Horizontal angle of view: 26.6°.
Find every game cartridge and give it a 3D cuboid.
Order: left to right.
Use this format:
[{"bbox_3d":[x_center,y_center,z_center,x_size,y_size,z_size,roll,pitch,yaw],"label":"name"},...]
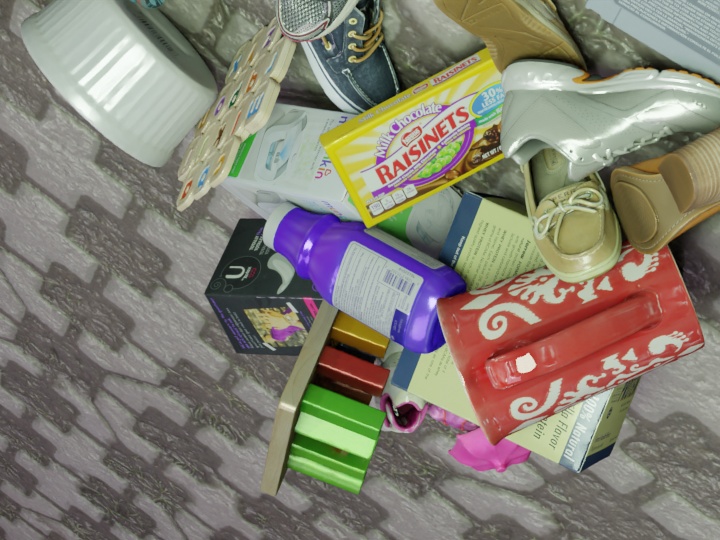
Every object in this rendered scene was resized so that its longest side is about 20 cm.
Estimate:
[{"bbox_3d":[0.271,-0.207,1.165,0.199,0.041,0.133,33,154,5],"label":"game cartridge"}]

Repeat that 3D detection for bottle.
[{"bbox_3d":[0.000,0.000,1.406,0.199,0.065,0.084,28,116,25],"label":"bottle"}]

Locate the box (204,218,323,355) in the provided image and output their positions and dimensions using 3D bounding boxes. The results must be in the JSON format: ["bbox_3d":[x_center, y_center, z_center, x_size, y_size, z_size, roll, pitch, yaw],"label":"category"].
[{"bbox_3d":[-0.052,0.019,1.694,0.199,0.123,0.106,2,138,25],"label":"box"}]

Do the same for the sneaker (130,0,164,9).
[{"bbox_3d":[-0.161,-0.291,1.445,0.095,0.079,0.200,38,151,-8],"label":"sneaker"}]

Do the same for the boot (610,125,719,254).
[{"bbox_3d":[0.289,-0.082,1.197,0.200,0.155,0.077,117,131,-72],"label":"boot"}]

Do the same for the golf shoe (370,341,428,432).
[{"bbox_3d":[0.035,0.141,1.637,0.075,0.092,0.200,6,151,-5],"label":"golf shoe"}]

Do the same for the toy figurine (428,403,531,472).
[{"bbox_3d":[0.142,0.123,1.619,0.199,0.184,0.150,23,148,21],"label":"toy figurine"}]

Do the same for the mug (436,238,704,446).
[{"bbox_3d":[0.182,0.062,1.275,0.199,0.178,0.134,-22,118,6],"label":"mug"}]

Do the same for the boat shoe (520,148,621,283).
[{"bbox_3d":[0.170,-0.070,1.287,0.073,0.201,0.063,-21,129,16],"label":"boat shoe"}]

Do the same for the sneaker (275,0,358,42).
[{"bbox_3d":[-0.028,-0.276,1.271,0.080,0.075,0.200,32,128,6],"label":"sneaker"}]

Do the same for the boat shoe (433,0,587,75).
[{"bbox_3d":[0.130,-0.216,1.261,0.073,0.070,0.200,-13,150,31],"label":"boat shoe"}]

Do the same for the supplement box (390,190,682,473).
[{"bbox_3d":[0.169,0.054,1.443,0.199,0.201,0.134,24,-171,19],"label":"supplement box"}]

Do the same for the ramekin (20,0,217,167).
[{"bbox_3d":[-0.236,-0.210,1.532,0.200,0.098,0.201,45,-169,-12],"label":"ramekin"}]

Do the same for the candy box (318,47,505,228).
[{"bbox_3d":[0.072,-0.124,1.360,0.102,0.199,0.026,60,-176,-34],"label":"candy box"}]

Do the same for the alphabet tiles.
[{"bbox_3d":[-0.123,-0.155,1.490,0.015,0.196,0.200,28,153,-21],"label":"alphabet tiles"}]

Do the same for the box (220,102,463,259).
[{"bbox_3d":[-0.013,-0.079,1.519,0.176,0.097,0.200,14,164,38],"label":"box"}]

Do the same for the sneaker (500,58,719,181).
[{"bbox_3d":[0.208,-0.114,1.241,0.199,0.093,0.076,6,170,23],"label":"sneaker"}]

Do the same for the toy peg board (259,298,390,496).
[{"bbox_3d":[-0.012,0.113,1.508,0.097,0.200,0.200,21,147,3],"label":"toy peg board"}]

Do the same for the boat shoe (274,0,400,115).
[{"bbox_3d":[-0.007,-0.218,1.395,0.091,0.071,0.201,-1,132,52],"label":"boat shoe"}]
